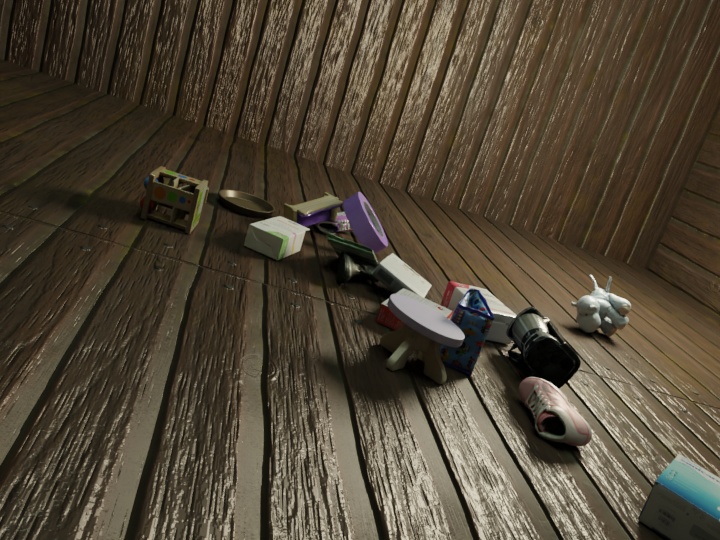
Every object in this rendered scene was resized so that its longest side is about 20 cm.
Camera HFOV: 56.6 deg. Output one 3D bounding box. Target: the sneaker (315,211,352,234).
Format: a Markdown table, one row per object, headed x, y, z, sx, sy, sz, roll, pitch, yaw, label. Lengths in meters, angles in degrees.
| x | y | z | sx | sy | sz | roll | pitch | yaw | label |
| --- | --- | --- | --- | --- | --- | --- | --- | --- | --- |
| -0.068 | -0.154 | 2.322 | 0.194 | 0.075 | 0.115 | 2 | 25 | -19 | sneaker |

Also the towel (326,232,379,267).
| x | y | z | sx | sy | sz | roll | pitch | yaw | label |
| --- | --- | --- | --- | --- | --- | --- | --- | --- | --- |
| -0.017 | -0.053 | 1.969 | 0.148 | 0.024 | 0.200 | 20 | -11 | 14 | towel |

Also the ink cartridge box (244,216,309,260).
| x | y | z | sx | sy | sz | roll | pitch | yaw | label |
| --- | --- | --- | --- | --- | --- | --- | --- | --- | --- |
| -0.236 | -0.096 | 1.930 | 0.114 | 0.069 | 0.199 | 23 | 18 | 14 | ink cartridge box |

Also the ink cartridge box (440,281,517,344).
| x | y | z | sx | sy | sz | roll | pitch | yaw | label |
| --- | --- | --- | --- | --- | --- | --- | --- | --- | --- |
| 0.336 | 0.118 | 1.893 | 0.141 | 0.087 | 0.200 | 12 | 17 | -24 | ink cartridge box |

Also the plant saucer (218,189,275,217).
| x | y | z | sx | sy | sz | roll | pitch | yaw | label |
| --- | --- | --- | --- | --- | --- | --- | --- | --- | --- |
| -0.380 | -0.221 | 2.225 | 0.194 | 0.030 | 0.201 | 18 | 16 | -5 | plant saucer |

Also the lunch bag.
| x | y | z | sx | sy | sz | roll | pitch | yaw | label |
| --- | --- | --- | --- | --- | --- | --- | --- | --- | --- |
| 0.250 | 0.134 | 1.623 | 0.091 | 0.155 | 0.200 | 19 | 17 | 1 | lunch bag |

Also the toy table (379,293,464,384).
| x | y | z | sx | sy | sz | roll | pitch | yaw | label |
| --- | --- | --- | --- | --- | --- | --- | --- | --- | --- |
| 0.129 | 0.153 | 1.487 | 0.180 | 0.120 | 0.199 | 4 | 23 | -43 | toy table |

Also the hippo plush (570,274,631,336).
| x | y | z | sx | sy | sz | roll | pitch | yaw | label |
| --- | --- | --- | --- | --- | --- | --- | --- | --- | --- |
| 0.808 | 0.131 | 2.251 | 0.158 | 0.207 | 0.157 | -8 | 9 | -43 | hippo plush |

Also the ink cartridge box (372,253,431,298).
| x | y | z | sx | sy | sz | roll | pitch | yaw | label |
| --- | --- | --- | --- | --- | --- | --- | --- | --- | --- |
| 0.123 | 0.028 | 1.937 | 0.161 | 0.051 | 0.200 | 39 | 14 | 5 | ink cartridge box |

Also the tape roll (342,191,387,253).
| x | y | z | sx | sy | sz | roll | pitch | yaw | label |
| --- | --- | --- | --- | --- | --- | --- | --- | --- | --- |
| 0.017 | -0.155 | 2.213 | 0.203 | 0.064 | 0.201 | 58 | 13 | -21 | tape roll |

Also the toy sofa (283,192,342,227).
| x | y | z | sx | sy | sz | roll | pitch | yaw | label |
| --- | --- | --- | --- | --- | --- | --- | --- | --- | --- |
| -0.153 | -0.183 | 2.188 | 0.096 | 0.085 | 0.197 | 29 | 36 | 35 | toy sofa |

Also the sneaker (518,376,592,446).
| x | y | z | sx | sy | sz | roll | pitch | yaw | label |
| --- | --- | --- | --- | --- | --- | --- | --- | --- | --- |
| 0.392 | 0.293 | 1.421 | 0.103 | 0.077 | 0.200 | 13 | 22 | -39 | sneaker |

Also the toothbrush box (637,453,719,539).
| x | y | z | sx | sy | sz | roll | pitch | yaw | label |
| --- | --- | --- | --- | --- | --- | --- | --- | --- | --- |
| 0.614 | 0.434 | 1.222 | 0.144 | 0.088 | 0.197 | 29 | 19 | 32 | toothbrush box |

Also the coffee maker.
| x | y | z | sx | sy | sz | roll | pitch | yaw | label |
| --- | --- | --- | --- | --- | --- | --- | --- | --- | --- |
| 0.483 | 0.206 | 1.701 | 0.187 | 0.138 | 0.201 | 18 | 17 | -6 | coffee maker |

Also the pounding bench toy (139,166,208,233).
| x | y | z | sx | sy | sz | roll | pitch | yaw | label |
| --- | --- | --- | --- | --- | --- | --- | --- | --- | --- |
| -0.514 | -0.208 | 1.856 | 0.151 | 0.128 | 0.201 | 17 | 16 | -7 | pounding bench toy |

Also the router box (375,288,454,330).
| x | y | z | sx | sy | sz | roll | pitch | yaw | label |
| --- | --- | --- | --- | --- | --- | --- | --- | --- | --- |
| 0.152 | 0.123 | 1.727 | 0.175 | 0.050 | 0.199 | 25 | 17 | 15 | router box |

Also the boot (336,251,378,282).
| x | y | z | sx | sy | sz | roll | pitch | yaw | label |
| --- | --- | --- | --- | --- | --- | --- | --- | --- | --- |
| 0.000 | 0.000 | 1.902 | 0.127 | 0.070 | 0.200 | 19 | 12 | -6 | boot |
